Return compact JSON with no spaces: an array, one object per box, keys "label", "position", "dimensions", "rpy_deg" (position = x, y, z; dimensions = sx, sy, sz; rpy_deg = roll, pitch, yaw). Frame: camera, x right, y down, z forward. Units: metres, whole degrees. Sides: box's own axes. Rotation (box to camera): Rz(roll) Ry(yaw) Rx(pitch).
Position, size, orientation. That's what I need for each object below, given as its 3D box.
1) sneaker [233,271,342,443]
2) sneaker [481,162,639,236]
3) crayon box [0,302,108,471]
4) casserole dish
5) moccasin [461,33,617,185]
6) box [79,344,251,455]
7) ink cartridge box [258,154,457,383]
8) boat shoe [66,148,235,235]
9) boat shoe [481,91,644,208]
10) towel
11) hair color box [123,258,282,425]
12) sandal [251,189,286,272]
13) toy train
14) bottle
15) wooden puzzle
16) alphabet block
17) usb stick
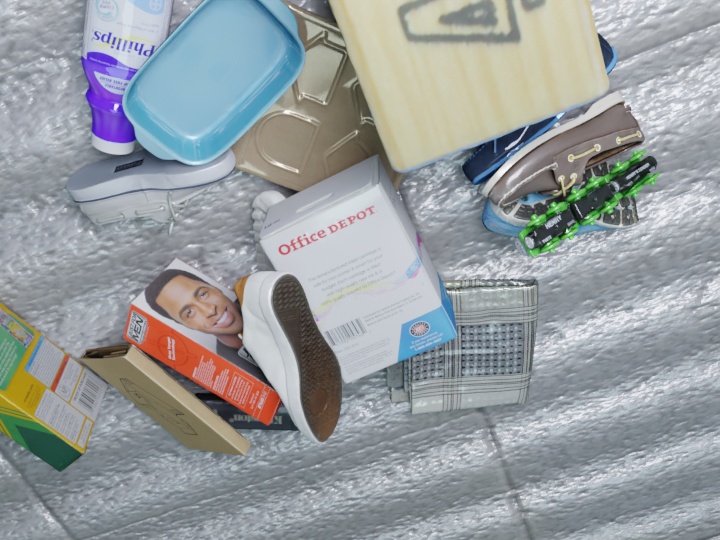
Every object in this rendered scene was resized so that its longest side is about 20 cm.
[{"label":"sneaker","position":[-0.078,0.089,0.860],"dimensions":[0.083,0.073,0.204],"rpy_deg":[4,119,41]},{"label":"sneaker","position":[0.227,-0.074,0.927],"dimensions":[0.195,0.080,0.090],"rpy_deg":[1,161,-17]},{"label":"crayon box","position":[-0.412,0.134,0.983],"dimensions":[0.051,0.127,0.200],"rpy_deg":[-35,117,19]},{"label":"casserole dish","position":[-0.144,-0.193,0.790],"dimensions":[0.199,0.039,0.121],"rpy_deg":[-41,128,15]},{"label":"moccasin","position":[0.179,-0.176,0.858],"dimensions":[0.199,0.080,0.068],"rpy_deg":[-42,88,1]},{"label":"box","position":[-0.247,0.164,1.014],"dimensions":[0.200,0.021,0.162],"rpy_deg":[46,149,-24]},{"label":"ink cartridge box","position":[0.000,0.000,0.871],"dimensions":[0.142,0.085,0.202],"rpy_deg":[-23,117,14]},{"label":"boat shoe","position":[-0.219,-0.082,0.889],"dimensions":[0.197,0.075,0.087],"rpy_deg":[-11,130,13]},{"label":"boat shoe","position":[0.215,-0.116,0.845],"dimensions":[0.198,0.072,0.060],"rpy_deg":[-32,79,-20]},{"label":"towel","position":[0.129,0.100,1.041],"dimensions":[0.195,0.035,0.196],"rpy_deg":[-2,122,-1]},{"label":"hair color box","position":[-0.162,0.080,0.936],"dimensions":[0.197,0.102,0.062],"rpy_deg":[29,129,4]},{"label":"sandal","position":[-0.086,0.000,0.958],"dimensions":[0.049,0.082,0.207],"rpy_deg":[-27,131,-37]},{"label":"toy train","position":[0.237,-0.070,0.848],"dimensions":[0.198,0.056,0.042],"rpy_deg":[-31,89,-24]},{"label":"bottle","position":[-0.237,-0.218,0.811],"dimensions":[0.082,0.066,0.203],"rpy_deg":[11,120,-13]},{"label":"wooden puzzle","position":[-0.032,-0.169,0.866],"dimensions":[0.196,0.047,0.188],"rpy_deg":[21,118,-9]},{"label":"alphabet block","position":[0.079,-0.235,0.693],"dimensions":[0.192,0.196,0.203],"rpy_deg":[-20,116,8]},{"label":"usb stick","position":[-0.130,0.191,1.084],"dimensions":[0.195,0.033,0.056],"rpy_deg":[3,129,-4]}]
